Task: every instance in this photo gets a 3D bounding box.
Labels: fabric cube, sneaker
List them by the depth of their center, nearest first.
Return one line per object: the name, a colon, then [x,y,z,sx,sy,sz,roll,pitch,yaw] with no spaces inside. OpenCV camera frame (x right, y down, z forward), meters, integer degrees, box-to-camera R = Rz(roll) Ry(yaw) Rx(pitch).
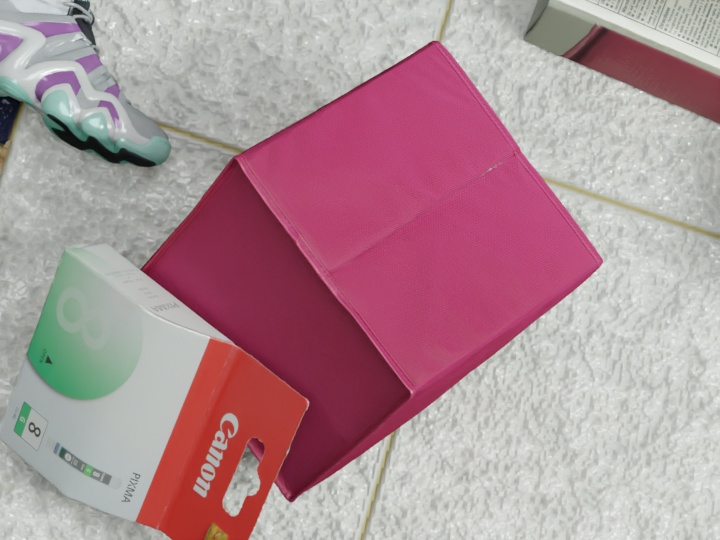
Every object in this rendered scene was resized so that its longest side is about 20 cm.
fabric cube: [0.000,0.000,1.692,0.199,0.196,0.200,-33,84,-36]
sneaker: [-0.203,-0.171,1.790,0.200,0.078,0.140,29,78,-2]

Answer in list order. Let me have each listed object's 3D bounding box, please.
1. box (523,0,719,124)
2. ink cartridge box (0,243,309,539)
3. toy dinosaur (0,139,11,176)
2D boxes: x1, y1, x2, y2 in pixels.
box: [0.239,-0.200,1.835,0.200,0.109,0.128,23,78,-2]
ink cartridge box: [-0.145,0.100,1.683,0.200,0.050,0.161,37,119,27]
toy dinosaur: [-0.315,-0.012,1.756,0.200,0.060,0.106,-25,82,-11]
